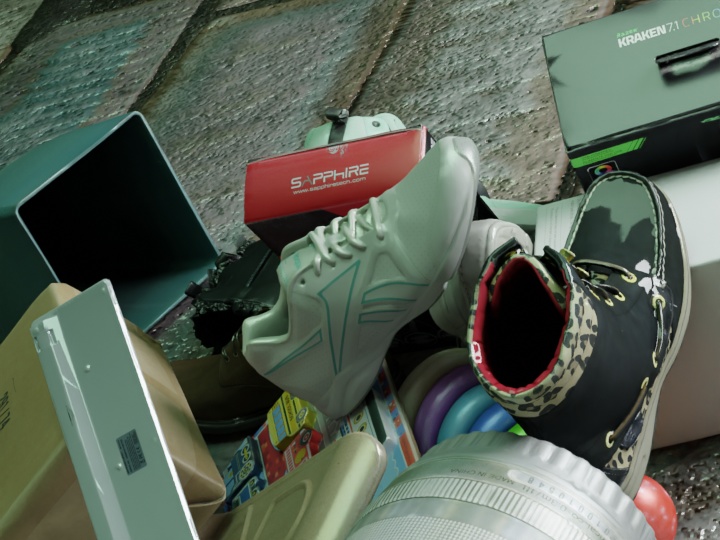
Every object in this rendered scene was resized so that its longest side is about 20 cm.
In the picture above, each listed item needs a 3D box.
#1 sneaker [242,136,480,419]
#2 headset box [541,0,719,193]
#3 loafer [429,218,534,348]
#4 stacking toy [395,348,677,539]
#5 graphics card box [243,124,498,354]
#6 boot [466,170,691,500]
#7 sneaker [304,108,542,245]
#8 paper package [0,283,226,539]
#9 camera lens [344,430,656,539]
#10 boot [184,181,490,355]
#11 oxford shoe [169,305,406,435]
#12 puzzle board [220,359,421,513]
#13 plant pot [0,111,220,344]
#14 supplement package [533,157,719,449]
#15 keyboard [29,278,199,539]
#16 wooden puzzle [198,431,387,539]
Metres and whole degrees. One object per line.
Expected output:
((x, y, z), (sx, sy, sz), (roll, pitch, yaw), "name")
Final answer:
((0.000, 0.000, 1.203), (0.200, 0.080, 0.071), (-56, 19, 28), "sneaker")
((0.222, -0.091, 1.311), (0.174, 0.200, 0.093), (-16, 57, 12), "headset box")
((0.074, 0.020, 1.275), (0.070, 0.200, 0.070), (3, 69, 12), "loafer")
((0.103, 0.112, 1.191), (0.085, 0.086, 0.200), (-34, 32, -21), "stacking toy")
((0.025, -0.014, 1.352), (0.125, 0.200, 0.051), (-10, 59, 23), "graphics card box")
((0.115, 0.012, 1.087), (0.073, 0.154, 0.204), (1, 63, 24), "boot")
((0.049, -0.061, 1.438), (0.200, 0.074, 0.119), (2, 59, 7), "sneaker")
((-0.191, 0.134, 1.279), (0.191, 0.103, 0.200), (-51, 26, 7), "paper package")
((0.043, 0.192, 0.990), (0.160, 0.160, 0.200), (-3, 33, 35), "camera lens")
((-0.019, -0.003, 1.503), (0.198, 0.074, 0.163), (-4, 33, 38), "boot")
((-0.067, 0.059, 1.413), (0.199, 0.085, 0.073), (-9, 31, 28), "oxford shoe")
((-0.031, 0.121, 1.262), (0.151, 0.017, 0.200), (-51, 23, 14), "puzzle board")
((-0.244, -0.021, 1.646), (0.200, 0.142, 0.141), (-4, 31, 48), "plant pot")
((0.213, 0.014, 1.233), (0.199, 0.120, 0.121), (-15, 28, 16), "supplement package")
((-0.130, 0.103, 1.141), (0.056, 0.011, 0.201), (-27, 67, 13), "keyboard")
((-0.065, 0.192, 1.124), (0.200, 0.046, 0.186), (-31, 27, 53), "wooden puzzle")
